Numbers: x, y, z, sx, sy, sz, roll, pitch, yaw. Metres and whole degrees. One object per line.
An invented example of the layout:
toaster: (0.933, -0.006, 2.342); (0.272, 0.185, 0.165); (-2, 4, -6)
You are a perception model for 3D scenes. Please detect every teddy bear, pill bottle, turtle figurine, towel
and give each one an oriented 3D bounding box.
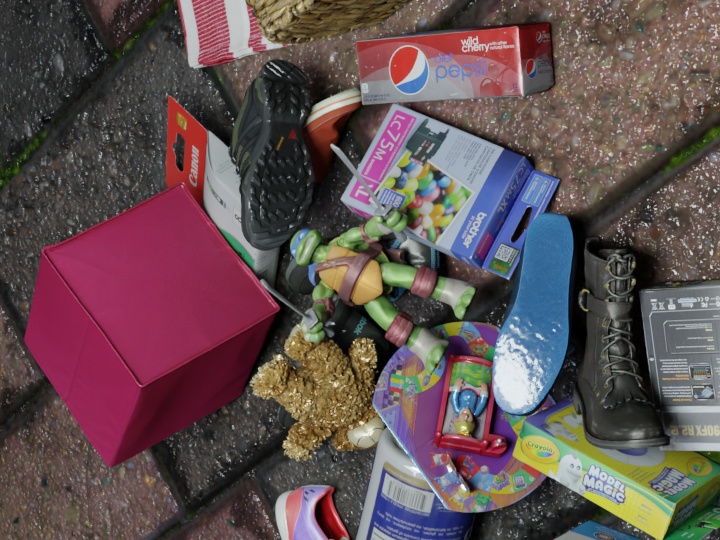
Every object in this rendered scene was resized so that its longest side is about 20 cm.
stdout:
teddy bear: (-0.030, 0.131, 1.744); (0.067, 0.145, 0.201); (28, 151, 47)
pill bottle: (0.058, 0.273, 1.770); (0.119, 0.119, 0.201); (26, 114, 31)
turtle figurine: (0.009, 0.015, 1.647); (0.193, 0.144, 0.200); (28, 155, 5)
towel: (-0.131, -0.311, 1.858); (0.199, 0.023, 0.145); (-8, 94, 38)

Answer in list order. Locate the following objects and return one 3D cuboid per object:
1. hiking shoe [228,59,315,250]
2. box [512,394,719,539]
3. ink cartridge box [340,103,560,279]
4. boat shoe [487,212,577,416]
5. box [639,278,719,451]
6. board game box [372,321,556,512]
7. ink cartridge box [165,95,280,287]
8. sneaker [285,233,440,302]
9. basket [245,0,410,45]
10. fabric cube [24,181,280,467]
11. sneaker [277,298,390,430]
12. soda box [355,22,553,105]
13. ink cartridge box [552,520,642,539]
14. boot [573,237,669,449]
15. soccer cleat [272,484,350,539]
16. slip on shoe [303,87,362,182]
hiking shoe: (-0.096, -0.113, 1.746); (0.101, 0.075, 0.201); (155, 123, -63)
box: (0.259, 0.191, 1.600); (0.199, 0.117, 0.049); (30, 118, 29)
ink cartridge box: (0.090, -0.082, 1.691); (0.199, 0.042, 0.120); (26, 83, 27)
boat shoe: (0.182, 0.047, 1.632); (0.084, 0.069, 0.201); (17, 82, 14)
box: (0.364, 0.086, 1.542); (0.199, 0.048, 0.159); (-5, 97, 38)
board game box: (0.113, 0.140, 1.685); (0.200, 0.158, 0.039); (54, 167, 16)
ink cartridge box: (-0.169, -0.078, 1.880); (0.200, 0.050, 0.161); (41, 147, 21)
sneaker: (0.000, 0.000, 1.782); (0.199, 0.073, 0.082); (-21, 78, 38)
basket: (-0.040, -0.323, 1.673); (0.142, 0.200, 0.150); (-31, 82, 39)
fabric cube: (-0.240, 0.060, 1.868); (0.200, 0.196, 0.200); (52, 149, 17)
sneaker: (-0.033, 0.120, 1.837); (0.079, 0.076, 0.200); (28, 134, -1)
soda box: (0.094, -0.207, 1.680); (0.199, 0.063, 0.071); (1, 101, 37)
ink cartridge box: (0.227, 0.323, 1.599); (0.146, 0.200, 0.086); (17, 109, 34)
boot: (0.239, 0.065, 1.571); (0.200, 0.069, 0.175); (-125, 34, -71)
soccer cleat: (-0.036, 0.341, 1.892); (0.073, 0.068, 0.201); (-22, 83, 34)
slip on shoe: (-0.052, -0.128, 1.805); (0.061, 0.074, 0.200); (53, 131, 10)
